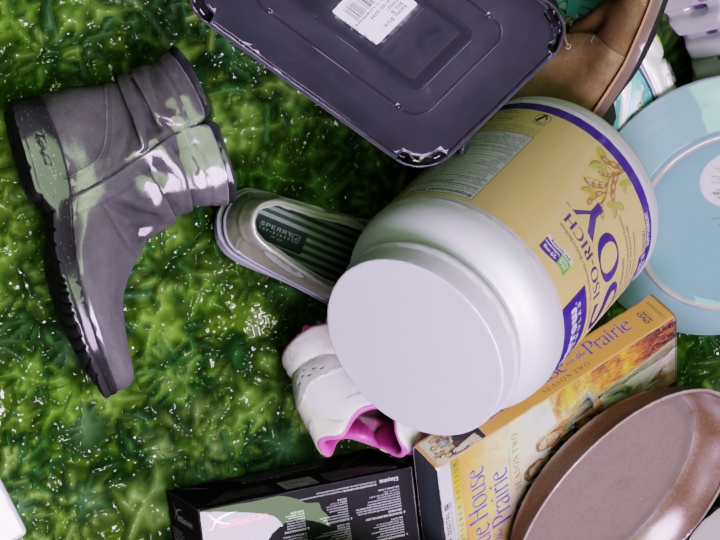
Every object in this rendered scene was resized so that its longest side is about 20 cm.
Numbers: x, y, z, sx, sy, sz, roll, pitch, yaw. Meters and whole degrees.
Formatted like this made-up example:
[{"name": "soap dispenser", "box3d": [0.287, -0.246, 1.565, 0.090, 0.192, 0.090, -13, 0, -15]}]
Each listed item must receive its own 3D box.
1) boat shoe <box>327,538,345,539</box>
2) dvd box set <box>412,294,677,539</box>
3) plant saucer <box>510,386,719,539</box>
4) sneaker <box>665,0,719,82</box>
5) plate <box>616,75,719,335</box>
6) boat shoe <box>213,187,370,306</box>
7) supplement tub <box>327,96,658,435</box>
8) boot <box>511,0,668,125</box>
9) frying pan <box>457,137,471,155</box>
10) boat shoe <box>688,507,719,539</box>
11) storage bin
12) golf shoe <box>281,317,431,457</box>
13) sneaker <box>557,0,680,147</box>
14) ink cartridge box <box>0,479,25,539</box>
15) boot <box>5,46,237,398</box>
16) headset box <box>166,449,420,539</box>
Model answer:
[{"name": "boat shoe", "box3d": [0.052, 0.216, 1.579, 0.202, 0.075, 0.075, 36, 56, -22]}, {"name": "dvd box set", "box3d": [0.125, 0.119, 1.638, 0.199, 0.029, 0.147, -30, 140, -21]}, {"name": "plant saucer", "box3d": [0.169, 0.152, 1.659, 0.199, 0.032, 0.201, -27, 140, -25]}, {"name": "sneaker", "box3d": [0.261, -0.162, 1.690, 0.088, 0.080, 0.201, -43, 115, -37]}, {"name": "plate", "box3d": [0.249, -0.037, 1.674, 0.199, 0.026, 0.201, -3, 120, -5]}, {"name": "boat shoe", "box3d": [0.000, 0.000, 1.611, 0.199, 0.062, 0.072, 17, 89, -22]}, {"name": "supplement tub", "box3d": [0.082, -0.004, 1.540, 0.200, 0.145, 0.146, -45, 111, -44]}, {"name": "boot", "box3d": [0.145, -0.142, 1.596, 0.075, 0.074, 0.201, 30, 116, 7]}, {"name": "frying pan", "box3d": [0.072, -0.146, 1.588, 0.031, 0.115, 0.191, 22, 72, -4]}, {"name": "boat shoe", "box3d": [0.293, 0.174, 1.740, 0.200, 0.072, 0.069, -55, 143, -13]}, {"name": "storage bin", "box3d": [0.006, -0.172, 1.451, 0.200, 0.094, 0.135, 34, 116, -28]}, {"name": "golf shoe", "box3d": [0.048, 0.084, 1.618, 0.199, 0.075, 0.092, 1, 55, -16]}, {"name": "sneaker", "box3d": [0.149, -0.165, 1.647, 0.079, 0.078, 0.201, -24, 102, -4]}, {"name": "ink cartridge box", "box3d": [-0.313, 0.101, 1.494, 0.146, 0.086, 0.201, -29, 106, -15]}, {"name": "boot", "box3d": [-0.134, -0.030, 1.553, 0.131, 0.070, 0.201, -16, 102, -16]}, {"name": "headset box", "box3d": [-0.035, 0.231, 1.614, 0.148, 0.077, 0.201, -11, 100, -19]}]
